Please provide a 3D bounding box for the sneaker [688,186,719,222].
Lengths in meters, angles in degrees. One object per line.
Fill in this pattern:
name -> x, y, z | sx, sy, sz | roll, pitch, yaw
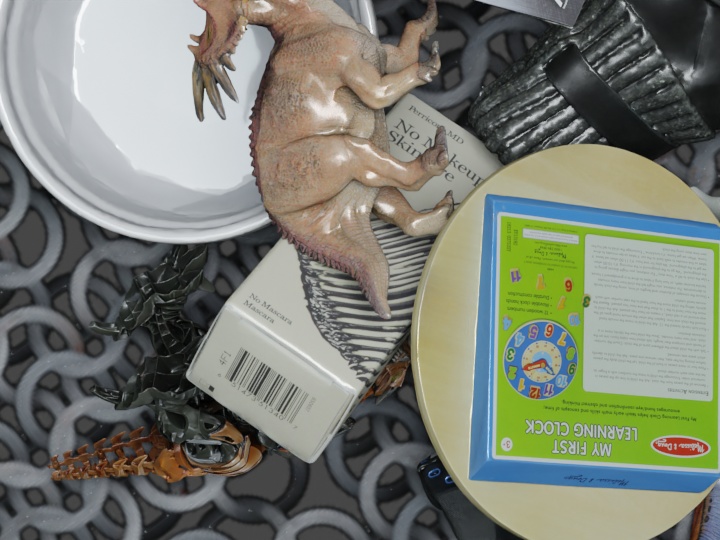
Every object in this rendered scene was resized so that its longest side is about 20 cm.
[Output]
sneaker -> 0.249, -0.007, 1.097 | 0.200, 0.075, 0.081 | 0, 137, 1

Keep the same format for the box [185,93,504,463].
box -> 0.000, 0.000, 1.064 | 0.082, 0.200, 0.068 | 34, 136, 3

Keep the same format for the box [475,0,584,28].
box -> 0.020, -0.194, 1.032 | 0.158, 0.200, 0.048 | 12, 115, -17

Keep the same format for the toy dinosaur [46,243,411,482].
toy dinosaur -> -0.075, 0.071, 1.118 | 0.200, 0.102, 0.136 | -39, 133, -2

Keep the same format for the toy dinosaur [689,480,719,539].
toy dinosaur -> 0.184, 0.176, 1.119 | 0.200, 0.105, 0.182 | -23, 70, 16

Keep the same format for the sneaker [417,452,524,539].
sneaker -> 0.080, 0.073, 1.124 | 0.112, 0.073, 0.200 | -10, 86, 12

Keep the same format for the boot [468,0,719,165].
boot -> 0.178, -0.079, 1.105 | 0.211, 0.079, 0.158 | 33, 107, -17

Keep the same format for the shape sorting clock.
shape sorting clock -> 0.112, 0.038, 1.024 | 0.200, 0.039, 0.200 | 4, 81, -28

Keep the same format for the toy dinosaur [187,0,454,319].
toy dinosaur -> -0.026, -0.071, 1.004 | 0.135, 0.086, 0.200 | -6, 84, 3

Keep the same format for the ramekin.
ramekin -> -0.089, -0.114, 1.108 | 0.200, 0.105, 0.200 | 0, 92, 2
